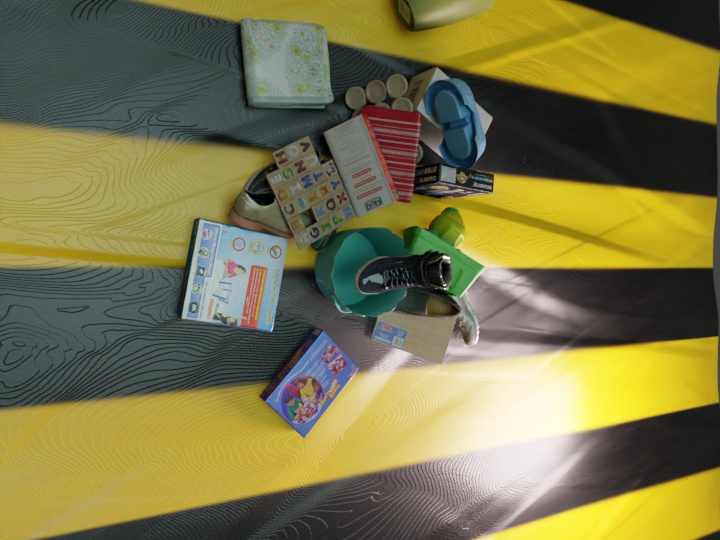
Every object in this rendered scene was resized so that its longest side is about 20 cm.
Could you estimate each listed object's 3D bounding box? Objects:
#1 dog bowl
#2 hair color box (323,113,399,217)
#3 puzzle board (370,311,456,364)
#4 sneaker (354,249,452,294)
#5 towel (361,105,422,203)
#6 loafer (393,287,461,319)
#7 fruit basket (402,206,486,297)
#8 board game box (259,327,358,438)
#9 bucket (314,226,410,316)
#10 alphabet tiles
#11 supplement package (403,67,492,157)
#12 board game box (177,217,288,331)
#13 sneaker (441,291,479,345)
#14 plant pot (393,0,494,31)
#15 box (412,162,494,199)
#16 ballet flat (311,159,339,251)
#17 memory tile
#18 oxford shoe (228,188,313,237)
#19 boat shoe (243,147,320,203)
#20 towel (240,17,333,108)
[{"bbox_3d":[0.215,-0.328,1.243,0.049,0.110,0.204,-33,110,-33],"label":"dog bowl"},{"bbox_3d":[0.004,-0.233,1.250,0.100,0.061,0.204,-19,98,18],"label":"hair color box"},{"bbox_3d":[0.137,0.128,1.386,0.196,0.017,0.154,20,88,-12],"label":"puzzle board"},{"bbox_3d":[0.098,0.007,1.158,0.198,0.145,0.079,-15,102,-26],"label":"sneaker"},{"bbox_3d":[0.061,-0.264,1.273,0.141,0.022,0.205,10,105,13],"label":"towel"},{"bbox_3d":[0.148,0.076,1.340,0.195,0.072,0.075,6,91,-12],"label":"loafer"},{"bbox_3d":[0.204,-0.064,1.352,0.210,0.155,0.222,0,90,-10],"label":"fruit basket"},{"bbox_3d":[-0.113,0.253,1.269,0.201,0.045,0.135,-49,114,-17],"label":"board game box"},{"bbox_3d":[0.000,0.000,1.261,0.203,0.134,0.213,-2,95,-27],"label":"bucket"},{"bbox_3d":[-0.107,-0.172,1.185,0.166,0.007,0.203,-33,107,-32],"label":"alphabet tiles"},{"bbox_3d":[0.199,-0.369,1.352,0.198,0.117,0.119,32,80,-26],"label":"supplement package"},{"bbox_3d":[-0.263,0.012,1.164,0.192,0.056,0.205,12,88,-29],"label":"board game box"},{"bbox_3d":[0.246,0.104,1.451,0.080,0.075,0.204,-21,99,-9],"label":"sneaker"},{"bbox_3d":[0.181,-0.650,1.305,0.198,0.187,0.190,-32,108,-7],"label":"plant pot"},{"bbox_3d":[0.189,-0.207,1.313,0.156,0.199,0.047,6,90,-29],"label":"box"},{"bbox_3d":[-0.067,-0.144,1.259,0.074,0.067,0.206,3,90,-44],"label":"ballet flat"},{"bbox_3d":[0.055,-0.332,1.282,0.150,0.017,0.205,-11,103,18],"label":"memory tile"},{"bbox_3d":[-0.173,-0.121,1.173,0.197,0.071,0.075,5,126,-42],"label":"oxford shoe"},{"bbox_3d":[-0.168,-0.206,1.199,0.199,0.056,0.069,-41,111,-20],"label":"boat shoe"},{"bbox_3d":[-0.155,-0.438,1.197,0.196,0.048,0.176,-8,94,-28],"label":"towel"}]
